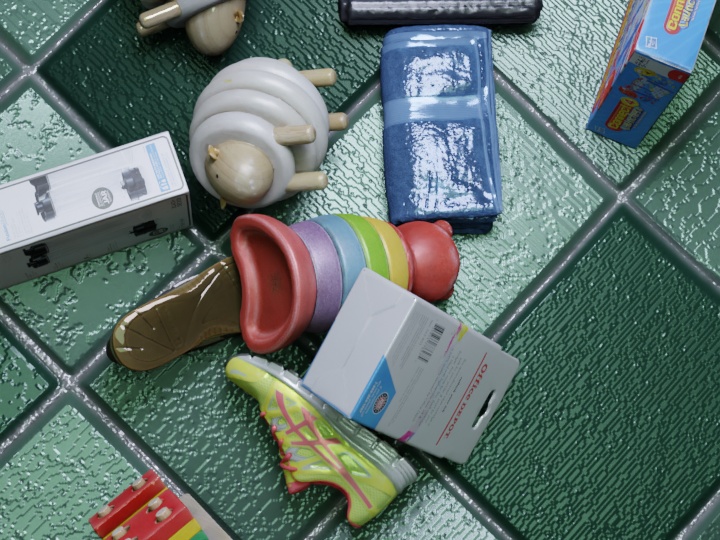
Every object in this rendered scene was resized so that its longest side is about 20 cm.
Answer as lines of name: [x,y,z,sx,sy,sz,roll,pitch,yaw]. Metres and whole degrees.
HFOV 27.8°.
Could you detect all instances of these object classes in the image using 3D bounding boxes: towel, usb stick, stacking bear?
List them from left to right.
stacking bear: [0.000,0.000,1.302,0.199,0.113,0.123,-8,93,-33]
towel: [0.076,-0.136,1.387,0.111,0.049,0.202,-1,76,-4]
usb stick: [0.078,-0.258,1.417,0.198,0.056,0.033,-2,119,-4]

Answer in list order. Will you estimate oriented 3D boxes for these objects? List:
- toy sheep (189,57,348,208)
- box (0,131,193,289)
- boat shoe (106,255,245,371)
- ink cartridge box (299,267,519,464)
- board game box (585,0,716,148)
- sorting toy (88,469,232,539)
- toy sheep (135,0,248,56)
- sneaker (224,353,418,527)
toy sheep: [-0.087,-0.129,1.321,0.137,0.139,0.201,19,39,0]
box: [-0.254,-0.050,1.304,0.198,0.117,0.061,-20,78,-8]
boat shoe: [-0.142,0.033,1.317,0.199,0.065,0.074,-20,97,-28]
ink cartridge box: [0.048,0.089,1.274,0.068,0.200,0.116,29,89,37]
board game box: [0.285,-0.242,1.354,0.055,0.196,0.201,21,75,1]
sorting toy: [-0.208,0.252,1.182,0.198,0.200,0.070,-38,105,-12]
toy sheep: [-0.167,-0.299,1.367,0.137,0.138,0.202,-22,96,-10]
sneaker: [-0.050,0.151,1.292,0.199,0.078,0.091,37,85,9]
